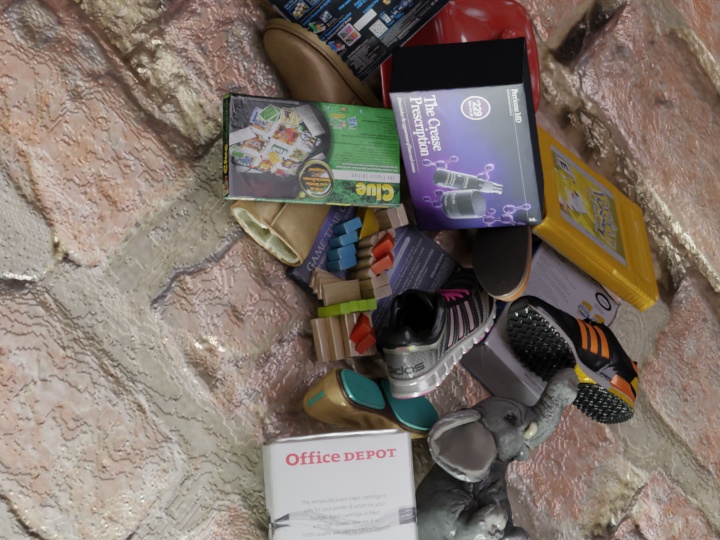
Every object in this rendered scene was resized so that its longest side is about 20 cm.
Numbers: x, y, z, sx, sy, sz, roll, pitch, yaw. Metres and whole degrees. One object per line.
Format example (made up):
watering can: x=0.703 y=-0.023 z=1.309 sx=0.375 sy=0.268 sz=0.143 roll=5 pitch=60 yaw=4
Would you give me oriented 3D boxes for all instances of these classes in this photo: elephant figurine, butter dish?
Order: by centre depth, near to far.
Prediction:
elephant figurine: x=0.129 y=0.196 z=1.643 sx=0.154 sy=0.141 sz=0.202 roll=13 pitch=77 yaw=-29
butter dish: x=0.131 y=-0.232 z=1.708 sx=0.198 sy=0.147 sz=0.202 roll=-3 pitch=86 yaw=-35

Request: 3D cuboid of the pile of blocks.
pile of blocks: x=0.000 y=0.000 z=1.616 sx=0.082 sy=0.062 sz=0.202 roll=20 pitch=72 yaw=-31

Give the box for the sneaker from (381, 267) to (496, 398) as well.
sneaker: x=0.081 y=0.045 z=1.635 sx=0.200 sy=0.073 sz=0.088 roll=-48 pitch=129 yaw=-41

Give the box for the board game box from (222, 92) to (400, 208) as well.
board game box: x=-0.048 y=-0.120 z=1.575 sx=0.198 sy=0.023 sz=0.106 roll=3 pitch=84 yaw=-30

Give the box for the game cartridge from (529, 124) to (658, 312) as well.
game cartridge: x=0.267 y=-0.061 z=1.797 sx=0.199 sy=0.032 sz=0.177 roll=32 pitch=35 yaw=-27

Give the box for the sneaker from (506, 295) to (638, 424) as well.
sneaker: x=0.235 y=0.080 z=1.703 sx=0.200 sy=0.070 sz=0.091 roll=43 pitch=47 yaw=-23

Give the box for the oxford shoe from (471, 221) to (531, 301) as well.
oxford shoe: x=0.164 y=-0.027 z=1.705 sx=0.072 sy=0.071 sz=0.201 roll=55 pitch=21 yaw=-33

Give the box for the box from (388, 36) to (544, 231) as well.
box: x=0.115 y=-0.139 z=1.619 sx=0.201 sy=0.139 sz=0.079 roll=75 pitch=15 yaw=-45

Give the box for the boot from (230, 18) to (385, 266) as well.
boot: x=-0.075 y=-0.136 z=1.605 sx=0.175 sy=0.066 sz=0.201 roll=39 pitch=67 yaw=-17

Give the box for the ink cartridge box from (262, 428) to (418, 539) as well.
ink cartridge box: x=-0.019 y=0.263 z=1.546 sx=0.143 sy=0.083 sz=0.203 roll=-3 pitch=85 yaw=-9

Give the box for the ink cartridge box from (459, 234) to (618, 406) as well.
ink cartridge box: x=0.206 y=0.052 z=1.763 sx=0.136 sy=0.076 sz=0.201 roll=45 pitch=63 yaw=-22

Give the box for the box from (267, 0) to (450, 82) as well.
box: x=0.010 y=-0.315 z=1.621 sx=0.159 sy=0.200 sz=0.046 roll=42 pitch=19 yaw=-21

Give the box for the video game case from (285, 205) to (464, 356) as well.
video game case: x=0.025 y=0.005 z=1.681 sx=0.200 sy=0.019 sz=0.144 roll=40 pitch=63 yaw=-23

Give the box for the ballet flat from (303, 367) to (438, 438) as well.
ballet flat: x=0.009 y=0.144 z=1.621 sx=0.199 sy=0.063 sz=0.069 roll=27 pitch=36 yaw=-52
